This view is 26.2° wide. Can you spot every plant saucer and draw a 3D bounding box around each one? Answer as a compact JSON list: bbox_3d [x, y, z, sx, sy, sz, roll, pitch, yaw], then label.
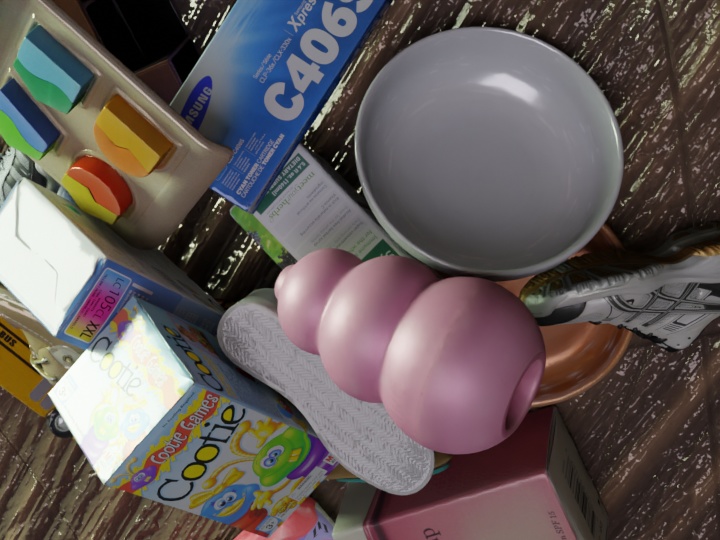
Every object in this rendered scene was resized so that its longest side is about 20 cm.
[{"bbox_3d":[0.126,0.017,1.257,0.200,0.037,0.201,5,117,9],"label":"plant saucer"}]

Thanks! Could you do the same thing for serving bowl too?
[{"bbox_3d":[0.092,-0.079,1.157,0.200,0.200,0.066,19,159,3],"label":"serving bowl"}]

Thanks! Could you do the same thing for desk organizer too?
[{"bbox_3d":[-0.188,-0.188,1.207,0.077,0.072,0.200,-20,110,18],"label":"desk organizer"}]

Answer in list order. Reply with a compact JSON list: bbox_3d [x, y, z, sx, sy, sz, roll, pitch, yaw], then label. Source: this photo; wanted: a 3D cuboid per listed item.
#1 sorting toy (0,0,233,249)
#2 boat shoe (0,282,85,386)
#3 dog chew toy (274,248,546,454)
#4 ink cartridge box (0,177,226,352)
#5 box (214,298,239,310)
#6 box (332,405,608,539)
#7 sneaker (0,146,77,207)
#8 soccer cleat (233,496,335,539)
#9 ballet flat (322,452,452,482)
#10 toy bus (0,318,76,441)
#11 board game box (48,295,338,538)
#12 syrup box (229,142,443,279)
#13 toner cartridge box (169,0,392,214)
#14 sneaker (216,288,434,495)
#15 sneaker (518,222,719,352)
[{"bbox_3d":[-0.206,-0.103,1.138,0.200,0.037,0.185,38,148,-7],"label":"sorting toy"},{"bbox_3d":[-0.240,0.069,1.283,0.200,0.072,0.065,33,91,-29],"label":"boat shoe"},{"bbox_3d":[0.028,0.047,1.093,0.200,0.124,0.125,25,120,20],"label":"dog chew toy"},{"bbox_3d":[-0.188,0.020,1.233,0.136,0.200,0.076,39,96,39],"label":"ink cartridge box"},{"bbox_3d":[-0.042,0.100,1.312,0.199,0.040,0.137,6,117,22],"label":"box"},{"bbox_3d":[0.096,0.218,1.321,0.200,0.109,0.128,-20,111,20],"label":"box"},{"bbox_3d":[-0.285,-0.090,1.272,0.113,0.076,0.201,1,118,9],"label":"sneaker"},{"bbox_3d":[-0.103,0.276,1.421,0.076,0.067,0.200,38,115,-12],"label":"soccer cleat"},{"bbox_3d":[-0.021,0.144,1.263,0.200,0.069,0.063,-11,96,28],"label":"ballet flat"},{"bbox_3d":[-0.296,0.063,1.333,0.200,0.065,0.078,42,88,-24],"label":"toy bus"},{"bbox_3d":[-0.121,0.117,1.186,0.103,0.105,0.200,-48,142,9],"label":"board game box"},{"bbox_3d":[0.000,0.000,1.203,0.079,0.081,0.200,-45,75,6],"label":"syrup box"},{"bbox_3d":[-0.067,-0.151,1.163,0.095,0.043,0.200,33,92,2],"label":"toner cartridge box"},{"bbox_3d":[-0.018,0.085,1.209,0.200,0.116,0.074,43,100,-3],"label":"sneaker"},{"bbox_3d":[0.220,0.027,1.180,0.199,0.076,0.088,-12,109,-12],"label":"sneaker"}]
